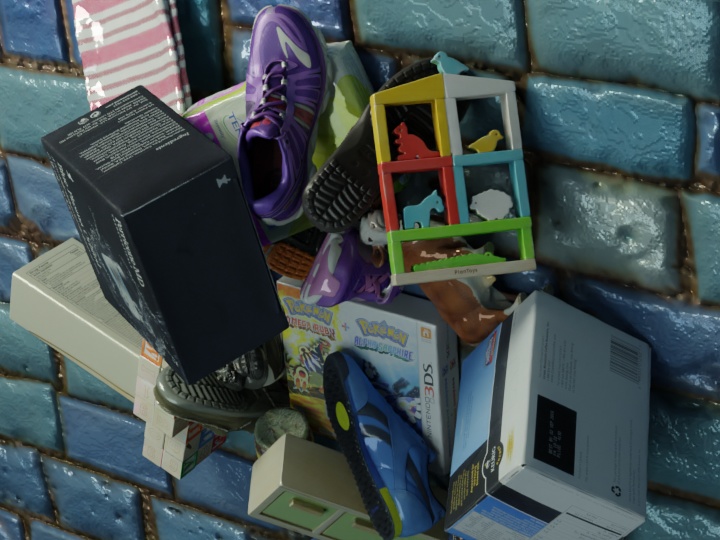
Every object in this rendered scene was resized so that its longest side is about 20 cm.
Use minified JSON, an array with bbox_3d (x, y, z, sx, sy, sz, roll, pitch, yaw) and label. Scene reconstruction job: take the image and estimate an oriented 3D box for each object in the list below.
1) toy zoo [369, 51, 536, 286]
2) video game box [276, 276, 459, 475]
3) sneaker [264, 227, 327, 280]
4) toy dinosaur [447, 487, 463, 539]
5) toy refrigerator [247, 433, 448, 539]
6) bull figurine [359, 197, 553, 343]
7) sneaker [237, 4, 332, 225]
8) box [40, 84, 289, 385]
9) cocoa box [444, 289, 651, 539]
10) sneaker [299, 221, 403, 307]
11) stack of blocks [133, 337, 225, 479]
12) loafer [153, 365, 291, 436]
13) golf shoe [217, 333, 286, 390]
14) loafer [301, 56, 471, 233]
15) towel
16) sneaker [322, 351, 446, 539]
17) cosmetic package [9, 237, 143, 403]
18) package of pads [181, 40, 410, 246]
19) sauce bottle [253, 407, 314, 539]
[{"bbox_3d":[0.080,-0.093,1.470,0.020,0.131,0.201,157,106,-79],"label":"toy zoo"},{"bbox_3d":[0.011,0.102,1.716,0.199,0.047,0.183,14,121,32],"label":"video game box"},{"bbox_3d":[-0.111,-0.063,1.708,0.200,0.092,0.076,36,94,-7],"label":"sneaker"},{"bbox_3d":[0.122,0.192,1.642,0.102,0.136,0.201,-12,116,-5],"label":"toy dinosaur"},{"bbox_3d":[-0.011,0.244,1.724,0.199,0.070,0.076,23,138,-22],"label":"toy refrigerator"},{"bbox_3d":[0.087,-0.005,1.543,0.121,0.065,0.200,-11,136,38],"label":"bull figurine"},{"bbox_3d":[-0.073,-0.142,1.494,0.080,0.083,0.201,-1,86,15],"label":"sneaker"},{"bbox_3d":[-0.182,-0.036,1.538,0.200,0.117,0.197,37,151,50],"label":"box"},{"bbox_3d":[0.168,0.148,1.486,0.133,0.201,0.131,25,136,-16],"label":"cocoa box"},{"bbox_3d":[0.000,0.000,1.586,0.088,0.200,0.081,30,101,1],"label":"sneaker"},{"bbox_3d":[-0.193,0.134,1.847,0.058,0.115,0.201,30,131,21],"label":"stack of blocks"},{"bbox_3d":[-0.151,0.147,1.762,0.070,0.200,0.075,-46,57,19],"label":"loafer"},{"bbox_3d":[-0.130,0.030,1.768,0.077,0.094,0.201,-18,77,29],"label":"golf shoe"},{"bbox_3d":[0.018,-0.116,1.508,0.073,0.200,0.071,47,171,-4],"label":"loafer"},{"bbox_3d":[-0.235,-0.211,1.694,0.146,0.030,0.201,-13,85,42],"label":"towel"},{"bbox_3d":[0.024,0.171,1.682,0.201,0.078,0.066,67,158,9],"label":"sneaker"},{"bbox_3d":[-0.290,0.056,1.887,0.200,0.103,0.073,31,131,22],"label":"cosmetic package"},{"bbox_3d":[-0.069,-0.118,1.595,0.199,0.068,0.155,-21,102,19],"label":"package of pads"},{"bbox_3d":[-0.074,0.228,1.816,0.065,0.065,0.200,26,149,24],"label":"sauce bottle"}]
